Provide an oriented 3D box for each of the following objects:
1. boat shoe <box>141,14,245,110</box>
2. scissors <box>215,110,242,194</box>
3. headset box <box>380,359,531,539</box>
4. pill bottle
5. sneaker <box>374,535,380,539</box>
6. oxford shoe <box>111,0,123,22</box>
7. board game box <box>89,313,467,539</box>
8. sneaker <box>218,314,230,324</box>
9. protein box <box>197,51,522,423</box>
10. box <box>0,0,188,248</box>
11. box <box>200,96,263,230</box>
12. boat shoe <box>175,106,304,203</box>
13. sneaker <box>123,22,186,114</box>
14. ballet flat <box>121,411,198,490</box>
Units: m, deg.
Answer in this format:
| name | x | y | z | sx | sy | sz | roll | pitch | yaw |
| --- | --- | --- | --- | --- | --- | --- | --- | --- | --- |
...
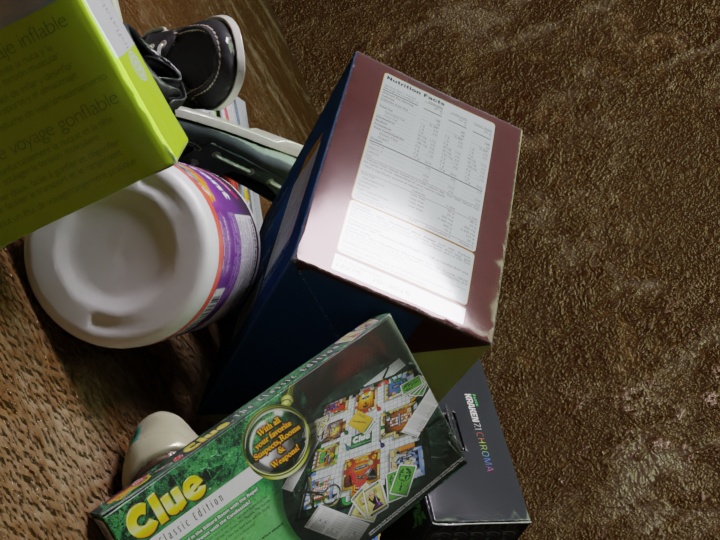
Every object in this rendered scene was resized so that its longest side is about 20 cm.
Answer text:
| name | x | y | z | sx | sy | sz | roll | pitch | yaw |
| --- | --- | --- | --- | --- | --- | --- | --- | --- | --- |
| boat shoe | -0.156 | -0.167 | 0.930 | 0.200 | 0.060 | 0.074 | 9 | -76 | 59 |
| scissors | -0.118 | -0.103 | 0.994 | 0.200 | 0.014 | 0.073 | 88 | 0 | -51 |
| headset box | 0.057 | 0.192 | 1.007 | 0.200 | 0.092 | 0.175 | 115 | -29 | -44 |
| pill bottle | -0.125 | -0.014 | 0.720 | 0.112 | 0.111 | 0.200 | 64 | 5 | 1 |
| sneaker | -0.054 | 0.159 | 0.891 | 0.088 | 0.075 | 0.200 | 46 | 9 | -48 |
| oxford shoe | -0.214 | -0.171 | 0.899 | 0.075 | 0.058 | 0.201 | 25 | -42 | 45 |
| board game box | -0.037 | 0.118 | 0.623 | 0.023 | 0.200 | 0.105 | -4 | -65 | 59 |
| sneaker | -0.145 | -0.040 | 0.966 | 0.079 | 0.075 | 0.200 | 102 | -32 | -45 |
| protein box | 0.000 | 0.000 | 0.793 | 0.134 | 0.199 | 0.201 | 24 | 48 | -10 |
| box | -0.187 | -0.120 | 0.558 | 0.201 | 0.122 | 0.048 | 63 | 10 | -18 |
| box | -0.143 | -0.107 | 1.123 | 0.200 | 0.041 | 0.157 | 13 | 68 | -82 |
| boat shoe | -0.116 | -0.091 | 0.905 | 0.199 | 0.062 | 0.073 | 14 | 7 | -34 |
| sneaker | -0.157 | -0.089 | 0.818 | 0.200 | 0.099 | 0.071 | 62 | 4 | -36 |
| ballet flat | -0.078 | 0.161 | 0.678 | 0.200 | 0.069 | 0.070 | 60 | 7 | -30 |
